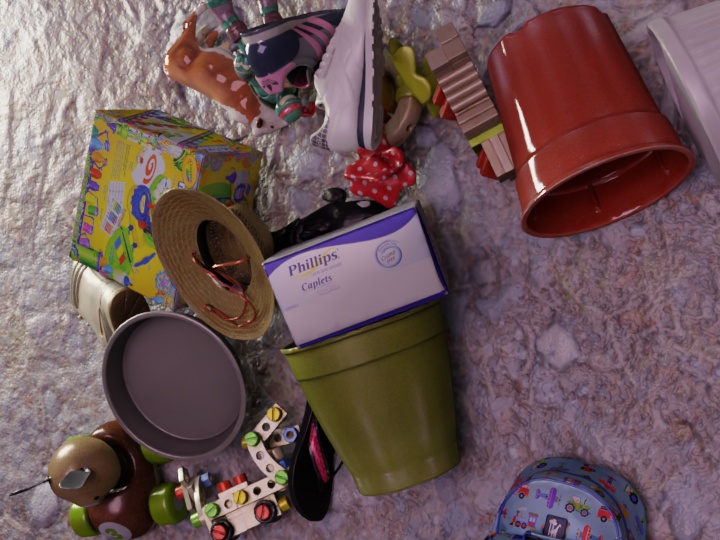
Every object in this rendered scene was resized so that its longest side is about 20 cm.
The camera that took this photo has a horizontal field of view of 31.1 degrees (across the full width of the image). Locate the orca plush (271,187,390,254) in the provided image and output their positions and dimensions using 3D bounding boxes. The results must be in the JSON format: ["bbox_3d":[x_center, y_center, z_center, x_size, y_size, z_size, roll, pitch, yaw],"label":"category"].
[{"bbox_3d":[-0.062,-0.055,1.616,0.198,0.071,0.107,6,89,26],"label":"orca plush"}]

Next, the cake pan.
[{"bbox_3d":[-0.228,0.140,1.618,0.198,0.037,0.203,6,111,17],"label":"cake pan"}]

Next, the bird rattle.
[{"bbox_3d":[0.031,-0.189,1.582,0.163,0.112,0.202,41,112,40],"label":"bird rattle"}]

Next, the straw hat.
[{"bbox_3d":[-0.150,-0.026,1.529,0.200,0.085,0.203,25,134,29],"label":"straw hat"}]

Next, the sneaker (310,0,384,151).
[{"bbox_3d":[-0.015,-0.236,1.488,0.079,0.076,0.203,0,77,15],"label":"sneaker"}]

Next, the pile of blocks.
[{"bbox_3d":[0.125,-0.186,1.509,0.062,0.082,0.202,-26,98,9],"label":"pile of blocks"}]

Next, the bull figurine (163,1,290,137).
[{"bbox_3d":[-0.166,-0.259,1.680,0.199,0.065,0.122,28,90,16],"label":"bull figurine"}]

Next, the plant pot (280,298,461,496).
[{"bbox_3d":[0.029,0.152,1.512,0.198,0.200,0.195,-17,92,24],"label":"plant pot"}]

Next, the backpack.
[{"bbox_3d":[0.222,0.314,1.430,0.181,0.134,0.203,14,91,25],"label":"backpack"}]

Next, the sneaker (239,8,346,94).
[{"bbox_3d":[-0.066,-0.258,1.517,0.070,0.199,0.083,-7,103,38],"label":"sneaker"}]

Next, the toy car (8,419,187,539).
[{"bbox_3d":[-0.348,0.278,1.666,0.163,0.199,0.160,-12,83,25],"label":"toy car"}]

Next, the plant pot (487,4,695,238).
[{"bbox_3d":[0.237,-0.169,1.421,0.199,0.200,0.197,-27,69,22],"label":"plant pot"}]

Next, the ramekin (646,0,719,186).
[{"bbox_3d":[0.382,-0.188,1.347,0.093,0.202,0.204,-27,76,11],"label":"ramekin"}]

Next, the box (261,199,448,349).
[{"bbox_3d":[0.000,0.000,1.482,0.182,0.200,0.106,-21,94,6],"label":"box"}]

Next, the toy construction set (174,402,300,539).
[{"bbox_3d":[-0.155,0.266,1.634,0.199,0.092,0.132,-29,77,22],"label":"toy construction set"}]

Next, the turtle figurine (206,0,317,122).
[{"bbox_3d":[-0.105,-0.255,1.584,0.101,0.149,0.202,-43,69,47],"label":"turtle figurine"}]

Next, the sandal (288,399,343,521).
[{"bbox_3d":[-0.043,0.210,1.592,0.045,0.075,0.203,7,88,39],"label":"sandal"}]

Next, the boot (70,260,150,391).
[{"bbox_3d":[-0.324,0.088,1.730,0.154,0.072,0.202,30,138,49],"label":"boot"}]

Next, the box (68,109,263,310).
[{"bbox_3d":[-0.251,-0.083,1.655,0.191,0.121,0.202,24,109,30],"label":"box"}]
